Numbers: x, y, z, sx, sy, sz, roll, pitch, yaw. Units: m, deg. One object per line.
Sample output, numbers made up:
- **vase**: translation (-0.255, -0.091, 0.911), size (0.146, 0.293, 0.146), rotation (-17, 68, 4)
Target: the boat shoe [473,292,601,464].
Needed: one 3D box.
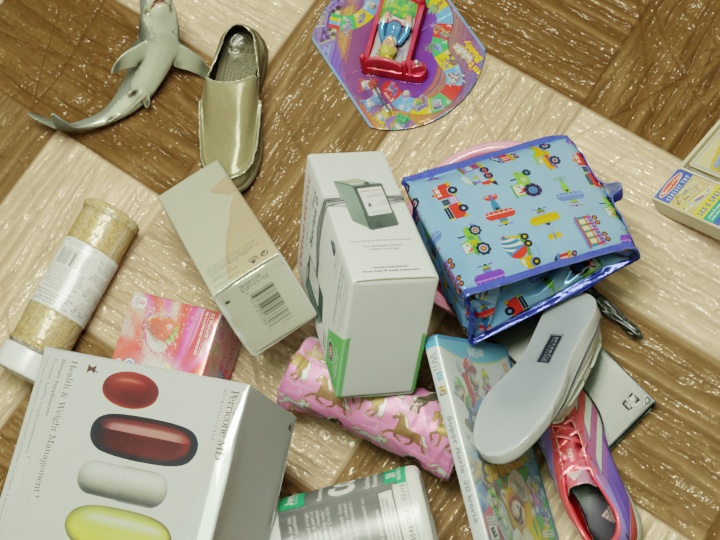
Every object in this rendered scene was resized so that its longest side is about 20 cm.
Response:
- **boat shoe**: translation (0.176, 0.111, 1.123), size (0.073, 0.066, 0.200), rotation (12, 52, 42)

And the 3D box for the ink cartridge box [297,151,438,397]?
- **ink cartridge box**: translation (0.000, 0.000, 1.159), size (0.083, 0.147, 0.201), rotation (-3, 39, -15)

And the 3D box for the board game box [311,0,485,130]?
- **board game box**: translation (0.041, -0.257, 1.338), size (0.157, 0.039, 0.201), rotation (-31, 71, -3)

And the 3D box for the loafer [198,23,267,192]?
- **loafer**: translation (-0.144, -0.183, 1.325), size (0.075, 0.068, 0.202), rotation (-1, 71, 8)

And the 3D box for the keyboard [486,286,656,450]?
- **keyboard**: translation (0.217, 0.072, 1.217), size (0.127, 0.021, 0.200), rotation (-43, 72, -1)

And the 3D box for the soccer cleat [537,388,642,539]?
- **soccer cleat**: translation (0.205, 0.177, 1.147), size (0.068, 0.073, 0.202), rotation (-29, 71, 18)

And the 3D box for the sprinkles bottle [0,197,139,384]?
- **sprinkles bottle**: translation (-0.309, 0.024, 1.279), size (0.068, 0.068, 0.201), rotation (23, 76, 14)

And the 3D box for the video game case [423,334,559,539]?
- **video game case**: translation (0.125, 0.163, 1.134), size (0.018, 0.143, 0.202), rotation (-24, 70, 30)

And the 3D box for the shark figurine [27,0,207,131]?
- **shark figurine**: translation (-0.266, -0.224, 1.366), size (0.215, 0.128, 0.090), rotation (-49, 45, 9)

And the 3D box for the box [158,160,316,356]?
- **box**: translation (-0.127, -0.017, 1.209), size (0.077, 0.095, 0.200), rotation (-32, 41, -4)

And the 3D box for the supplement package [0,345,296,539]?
- **supplement package**: translation (-0.187, 0.189, 1.058), size (0.198, 0.147, 0.193), rotation (8, 74, 16)

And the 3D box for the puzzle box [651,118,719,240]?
- **puzzle box**: translation (0.406, -0.116, 1.217), size (0.200, 0.025, 0.133), rotation (-48, 41, -9)

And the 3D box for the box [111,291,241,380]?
- **box**: translation (-0.200, 0.137, 1.212), size (0.102, 0.095, 0.202), rotation (13, 74, 12)

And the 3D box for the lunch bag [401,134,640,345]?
- **lunch bag**: translation (0.161, -0.046, 1.160), size (0.198, 0.094, 0.151), rotation (-22, 56, -5)

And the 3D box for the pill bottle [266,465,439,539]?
- **pill bottle**: translation (-0.027, 0.262, 1.137), size (0.198, 0.113, 0.114), rotation (-15, 70, 2)

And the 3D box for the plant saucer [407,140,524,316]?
- **plant saucer**: translation (0.140, -0.035, 1.232), size (0.198, 0.051, 0.202), rotation (-7, 63, 13)

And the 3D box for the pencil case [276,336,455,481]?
- **pencil case**: translation (0.019, 0.136, 1.184), size (0.198, 0.086, 0.084), rotation (22, 109, 14)
